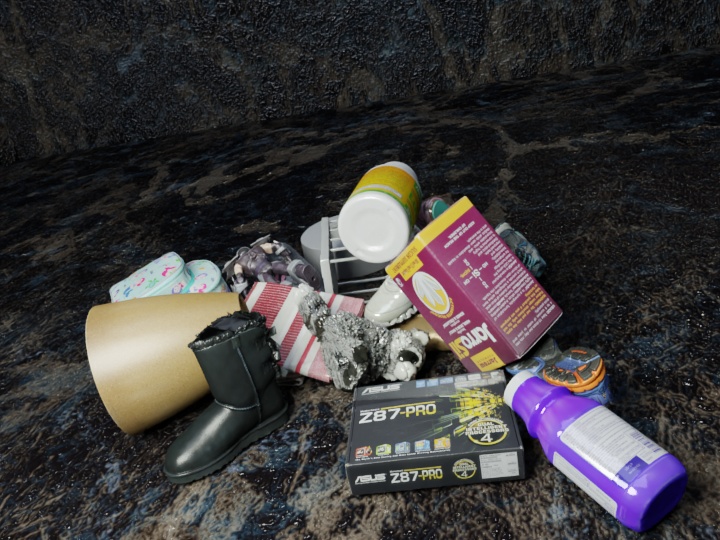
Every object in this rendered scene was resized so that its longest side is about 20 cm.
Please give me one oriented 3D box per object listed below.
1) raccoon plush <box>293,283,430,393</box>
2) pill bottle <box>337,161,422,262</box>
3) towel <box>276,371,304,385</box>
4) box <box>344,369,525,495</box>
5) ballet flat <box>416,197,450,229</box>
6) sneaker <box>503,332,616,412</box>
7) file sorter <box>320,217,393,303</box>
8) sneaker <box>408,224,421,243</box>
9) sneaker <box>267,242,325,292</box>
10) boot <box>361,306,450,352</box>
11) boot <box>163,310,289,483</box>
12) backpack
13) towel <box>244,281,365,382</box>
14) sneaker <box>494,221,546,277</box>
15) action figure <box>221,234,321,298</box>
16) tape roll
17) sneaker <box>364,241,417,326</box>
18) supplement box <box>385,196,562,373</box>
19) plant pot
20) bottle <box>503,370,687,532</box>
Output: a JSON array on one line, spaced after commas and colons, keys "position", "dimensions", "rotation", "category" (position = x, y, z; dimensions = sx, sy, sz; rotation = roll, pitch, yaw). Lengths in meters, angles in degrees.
[{"position": [0.010, 0.077, 0.955], "dimensions": [0.133, 0.097, 0.202], "rotation": [-14, 64, -32], "category": "raccoon plush"}, {"position": [0.039, -0.104, 1.088], "dimensions": [0.109, 0.112, 0.200], "rotation": [-4, 26, 16], "category": "pill bottle"}, {"position": [-0.162, 0.126, 1.095], "dimensions": [0.197, 0.033, 0.192], "rotation": [-6, 25, 12], "category": "towel"}, {"position": [0.086, 0.191, 0.817], "dimensions": [0.197, 0.050, 0.162], "rotation": [-8, 21, 8], "category": "box"}, {"position": [0.167, -0.060, 1.194], "dimensions": [0.071, 0.199, 0.070], "rotation": [-4, 57, 55], "category": "ballet flat"}, {"position": [0.243, 0.136, 0.846], "dimensions": [0.075, 0.079, 0.200], "rotation": [-34, 11, -6], "category": "sneaker"}, {"position": [0.000, 0.000, 1.171], "dimensions": [0.123, 0.141, 0.201], "rotation": [-7, 24, 1], "category": "file sorter"}, {"position": [0.132, -0.023, 1.240], "dimensions": [0.099, 0.070, 0.201], "rotation": [23, 24, -41], "category": "sneaker"}, {"position": [-0.112, 0.028, 1.245], "dimensions": [0.069, 0.083, 0.200], "rotation": [-24, 43, -17], "category": "sneaker"}, {"position": [0.085, 0.061, 1.051], "dimensions": [0.197, 0.067, 0.176], "rotation": [-6, 39, 14], "category": "boot"}, {"position": [-0.181, 0.155, 0.875], "dimensions": [0.197, 0.165, 0.073], "rotation": [-27, 28, -31], "category": "boot"}, {"position": [-0.315, 0.060, 1.142], "dimensions": [0.198, 0.152, 0.177], "rotation": [-25, 24, -14], "category": "backpack"}, {"position": [-0.104, 0.089, 1.032], "dimensions": [0.197, 0.023, 0.145], "rotation": [9, 52, 24], "category": "towel"}, {"position": [0.254, -0.023, 1.108], "dimensions": [0.086, 0.078, 0.199], "rotation": [41, 21, 23], "category": "sneaker"}, {"position": [-0.158, 0.005, 1.176], "dimensions": [0.199, 0.070, 0.130], "rotation": [26, 67, 41], "category": "action figure"}, {"position": [-0.020, -0.055, 1.389], "dimensions": [0.197, 0.067, 0.201], "rotation": [-10, 23, 5], "category": "tape roll"}, {"position": [0.076, 0.002, 1.017], "dimensions": [0.200, 0.082, 0.075], "rotation": [-42, 45, -21], "category": "sneaker"}, {"position": [0.146, 0.026, 0.911], "dimensions": [0.103, 0.201, 0.131], "rotation": [-38, -5, -27], "category": "supplement box"}, {"position": [-0.250, 0.106, 0.958], "dimensions": [0.197, 0.188, 0.187], "rotation": [-19, 24, -2], "category": "plant pot"}, {"position": [0.235, 0.178, 0.716], "dimensions": [0.083, 0.066, 0.200], "rotation": [-24, 38, -24], "category": "bottle"}]
